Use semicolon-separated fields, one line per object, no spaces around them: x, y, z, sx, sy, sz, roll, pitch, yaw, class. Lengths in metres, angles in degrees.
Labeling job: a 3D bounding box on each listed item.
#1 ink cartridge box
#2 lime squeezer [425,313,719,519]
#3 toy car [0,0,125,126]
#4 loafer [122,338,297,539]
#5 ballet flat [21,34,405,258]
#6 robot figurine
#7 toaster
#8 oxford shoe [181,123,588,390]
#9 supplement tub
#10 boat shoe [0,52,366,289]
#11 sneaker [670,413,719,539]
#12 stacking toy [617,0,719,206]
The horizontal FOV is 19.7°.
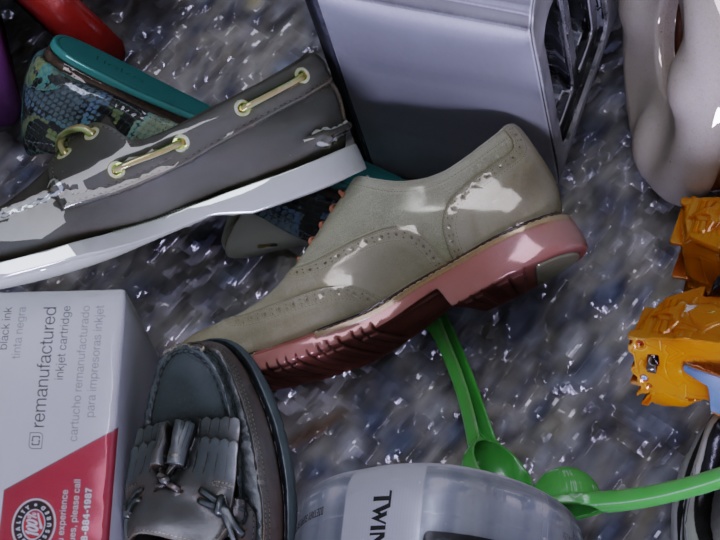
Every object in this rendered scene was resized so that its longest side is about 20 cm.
-0.198;0.091;0.924;0.199;0.083;0.148;-2;64;6;ink cartridge box
0.085;0.082;0.899;0.200;0.038;0.071;26;81;49;lime squeezer
-0.186;-0.148;1.016;0.199;0.175;0.151;-24;100;-5;toy car
-0.069;0.125;0.870;0.072;0.063;0.201;-12;77;35;loafer
-0.069;-0.045;0.983;0.199;0.074;0.075;24;68;0;ballet flat
0.217;0.021;0.839;0.199;0.058;0.145;8;42;21;robot figurine
0.057;-0.159;0.951;0.118;0.200;0.182;13;65;18;toaster
0.000;0.000;0.934;0.199;0.071;0.074;-23;78;9;oxford shoe
0.023;0.188;0.826;0.122;0.123;0.201;3;64;9;supplement tub
-0.100;-0.040;0.907;0.201;0.072;0.061;-18;93;-9;boat shoe
0.160;0.149;0.847;0.075;0.088;0.201;-6;65;2;sneaker
0.224;-0.104;0.931;0.199;0.146;0.147;-2;63;-5;stacking toy
